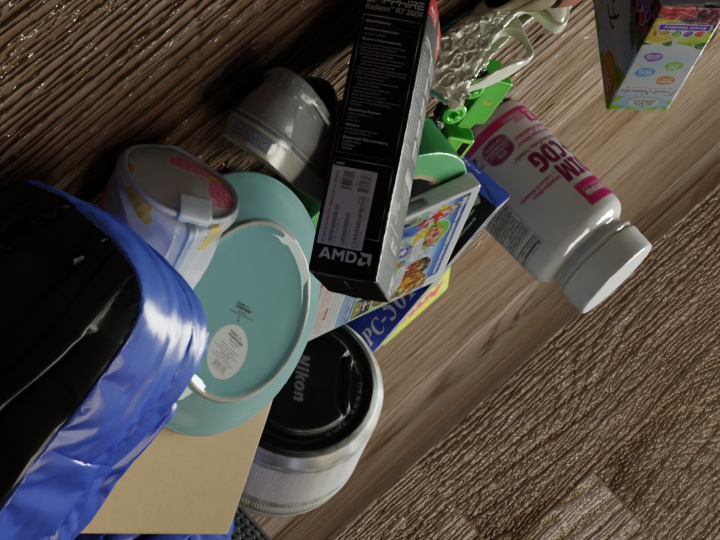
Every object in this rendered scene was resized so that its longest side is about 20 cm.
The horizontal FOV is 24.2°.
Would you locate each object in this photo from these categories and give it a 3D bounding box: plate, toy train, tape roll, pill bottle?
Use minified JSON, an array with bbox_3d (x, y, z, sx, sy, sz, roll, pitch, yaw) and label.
[{"bbox_3d":[-0.091,0.028,1.220,0.200,0.026,0.201,-21,118,-45],"label":"plate"},{"bbox_3d":[0.063,-0.108,1.452,0.056,0.042,0.200,6,136,-34],"label":"toy train"},{"bbox_3d":[-0.007,-0.044,1.372,0.200,0.048,0.201,-31,157,-14],"label":"tape roll"},{"bbox_3d":[0.182,-0.061,1.642,0.113,0.200,0.113,-42,168,-11],"label":"pill bottle"}]

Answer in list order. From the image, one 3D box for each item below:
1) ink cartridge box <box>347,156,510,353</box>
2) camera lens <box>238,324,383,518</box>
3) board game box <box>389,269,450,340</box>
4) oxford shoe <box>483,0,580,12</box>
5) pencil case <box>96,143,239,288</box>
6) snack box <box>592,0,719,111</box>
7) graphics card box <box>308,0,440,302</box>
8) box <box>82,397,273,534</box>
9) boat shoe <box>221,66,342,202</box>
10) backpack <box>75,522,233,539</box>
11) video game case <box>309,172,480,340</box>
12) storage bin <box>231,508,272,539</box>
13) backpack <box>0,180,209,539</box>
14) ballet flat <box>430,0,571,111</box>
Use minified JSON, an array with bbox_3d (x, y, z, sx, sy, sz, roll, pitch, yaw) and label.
[{"bbox_3d":[0.040,-0.025,1.555,0.200,0.094,0.044,-51,173,29],"label":"ink cartridge box"},{"bbox_3d":[-0.069,0.138,1.596,0.160,0.160,0.200,-38,166,-24],"label":"camera lens"},{"bbox_3d":[0.046,0.008,1.796,0.102,0.048,0.200,-42,167,-10],"label":"board game box"},{"bbox_3d":[0.132,-0.248,1.190,0.075,0.071,0.200,-19,150,-15],"label":"oxford shoe"},{"bbox_3d":[-0.151,0.016,1.066,0.200,0.083,0.091,-60,-161,26],"label":"pencil case"},{"bbox_3d":[0.203,-0.234,1.188,0.053,0.200,0.142,0,157,-6],"label":"snack box"},{"bbox_3d":[0.012,-0.084,1.141,0.125,0.051,0.200,53,46,-82],"label":"graphics card box"},{"bbox_3d":[-0.147,0.116,1.231,0.200,0.021,0.164,11,99,-51],"label":"box"},{"bbox_3d":[-0.038,-0.096,1.139,0.072,0.070,0.201,-54,172,2],"label":"boat shoe"},{"bbox_3d":[-0.205,0.219,1.394,0.162,0.168,0.200,-27,160,-34],"label":"backpack"},{"bbox_3d":[0.000,0.000,1.382,0.200,0.018,0.143,-24,155,-27],"label":"video game case"},{"bbox_3d":[-0.189,0.344,1.950,0.094,0.135,0.200,-34,164,-35],"label":"storage bin"},{"bbox_3d":[-0.187,0.055,0.951,0.200,0.162,0.168,-55,158,4],"label":"backpack"},{"bbox_3d":[0.123,-0.198,1.330,0.200,0.072,0.072,-42,167,-13],"label":"ballet flat"}]
